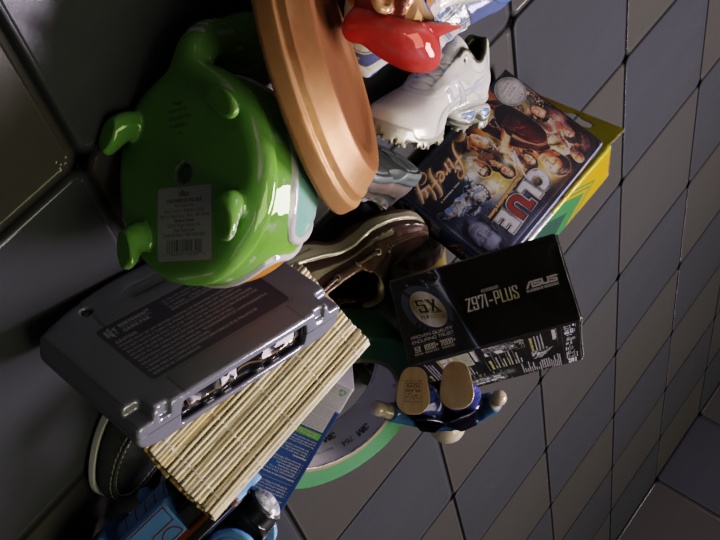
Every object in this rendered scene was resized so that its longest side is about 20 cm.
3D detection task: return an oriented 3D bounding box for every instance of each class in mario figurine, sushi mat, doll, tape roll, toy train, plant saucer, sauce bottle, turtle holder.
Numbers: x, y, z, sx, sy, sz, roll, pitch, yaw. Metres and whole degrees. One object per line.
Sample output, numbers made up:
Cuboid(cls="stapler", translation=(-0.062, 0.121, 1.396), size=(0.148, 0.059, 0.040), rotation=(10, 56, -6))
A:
Cuboid(cls="mario figurine", translation=(0.037, -0.247, 0.719), size=(0.123, 0.105, 0.202), rotation=(-23, 107, -42))
Cuboid(cls="sushi mat", translation=(-0.084, 0.094, 0.793), size=(0.200, 0.096, 0.012), rotation=(-47, -170, -23))
Cuboid(cls="doll", translation=(0.076, 0.133, 0.961), size=(0.200, 0.135, 0.049), rotation=(61, 24, -69))
Cuboid(cls="tape roll", translation=(-0.035, 0.131, 0.979), size=(0.199, 0.048, 0.202), rotation=(-21, 136, -22))
Cuboid(cls="toy train", translation=(-0.159, 0.237, 0.824), size=(0.200, 0.114, 0.087), rotation=(-45, 178, 12))
Cuboid(cls="plant saucer", translation=(-0.027, -0.142, 0.712), size=(0.037, 0.202, 0.201), rotation=(-15, 147, 10))
Cuboid(cls="sauce bottle", translation=(0.070, 0.029, 1.102), size=(0.065, 0.064, 0.201), rotation=(-45, 144, -26))
Cuboid(cls="turtle holder", translation=(-0.101, -0.079, 0.705), size=(0.141, 0.187, 0.131), rotation=(-36, 159, 27))

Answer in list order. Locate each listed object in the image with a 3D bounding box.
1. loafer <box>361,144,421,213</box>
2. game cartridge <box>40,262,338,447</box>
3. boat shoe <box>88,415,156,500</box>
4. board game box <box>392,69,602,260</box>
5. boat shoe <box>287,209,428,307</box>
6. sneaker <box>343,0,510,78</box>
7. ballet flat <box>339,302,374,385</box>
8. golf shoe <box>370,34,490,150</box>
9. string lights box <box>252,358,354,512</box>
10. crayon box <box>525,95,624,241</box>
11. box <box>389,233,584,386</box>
Cuboid(cls="loafer", translation=(-0.008, -0.081, 0.893), size=(0.063, 0.072, 0.199), rotation=(-57, 156, 17))
Cuboid(cls="game cartridge", translation=(-0.129, 0.042, 0.740), size=(0.199, 0.133, 0.041), rotation=(-30, 145, -40))
Cuboid(cls="boat shoe", translation=(-0.161, 0.110, 0.821), size=(0.075, 0.060, 0.201), rotation=(13, 103, -59))
Cuboid(cls="board game box", translation=(0.146, -0.103, 1.037), size=(0.200, 0.135, 0.035), rotation=(-49, 171, -21))
Cuboid(cls="boat shoe", translation=(-0.002, 0.004, 0.936), size=(0.201, 0.075, 0.075), rotation=(-23, 154, -36))
Cuboid(cls="sneaker", translation=(0.056, -0.228, 0.876), size=(0.199, 0.075, 0.089), rotation=(-20, 140, -37))
Cuboid(cls="ballet flat", translation=(0.023, 0.095, 1.081), size=(0.068, 0.068, 0.200), rotation=(-57, 150, -8))
Cuboid(cls="golf shoe", translation=(0.063, -0.174, 0.921), size=(0.200, 0.078, 0.098), rotation=(-33, 139, -54))
Cuboid(cls="string lights box", translation=(-0.097, 0.153, 0.873), size=(0.201, 0.102, 0.059), rotation=(-60, -168, 17))
Cuboid(cls="crayon box", translation=(0.197, -0.108, 1.119), size=(0.200, 0.126, 0.051), rotation=(-45, 148, -24))
Cuboid(cls="box", translation=(0.131, 0.051, 0.972), size=(0.162, 0.087, 0.200), rotation=(-16, 162, 9))
